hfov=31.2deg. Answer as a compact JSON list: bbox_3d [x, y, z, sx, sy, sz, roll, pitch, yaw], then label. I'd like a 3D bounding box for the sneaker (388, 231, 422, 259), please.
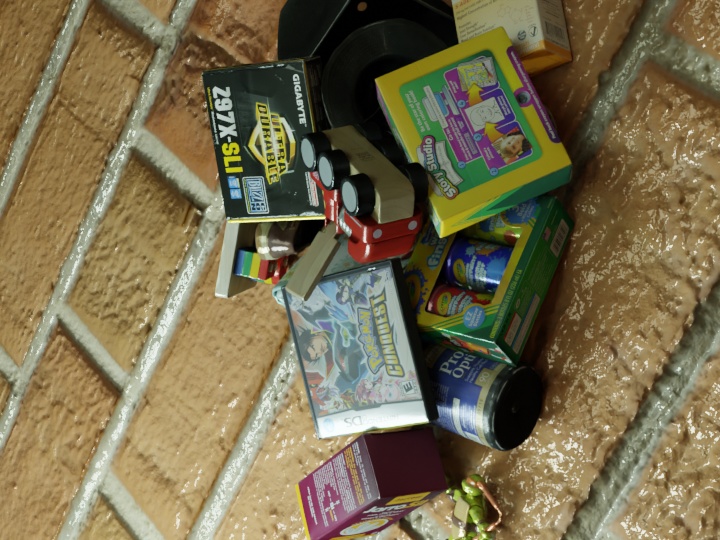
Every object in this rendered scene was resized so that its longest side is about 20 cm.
[{"bbox_3d":[0.015,-0.102,1.672,0.077,0.082,0.201,-28,70,-7],"label":"sneaker"}]

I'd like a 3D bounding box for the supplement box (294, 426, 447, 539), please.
[{"bbox_3d":[0.011,0.281,1.674,0.200,0.109,0.087,-44,55,50],"label":"supplement box"}]

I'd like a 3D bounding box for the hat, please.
[{"bbox_3d":[0.047,-0.215,1.648,0.197,0.081,0.204,0,85,0],"label":"hat"}]

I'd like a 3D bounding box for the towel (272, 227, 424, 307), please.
[{"bbox_3d":[0.000,0.000,1.711,0.198,0.171,0.049,14,138,42],"label":"towel"}]

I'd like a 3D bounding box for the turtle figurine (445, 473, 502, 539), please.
[{"bbox_3d":[0.128,0.320,1.637,0.200,0.064,0.164,35,114,61],"label":"turtle figurine"}]

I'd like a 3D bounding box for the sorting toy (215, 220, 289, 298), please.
[{"bbox_3d":[-0.136,-0.065,1.834,0.069,0.199,0.203,10,96,6],"label":"sorting toy"}]

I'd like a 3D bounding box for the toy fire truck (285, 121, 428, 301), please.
[{"bbox_3d":[-0.015,-0.052,1.550,0.176,0.127,0.202,47,143,48],"label":"toy fire truck"}]

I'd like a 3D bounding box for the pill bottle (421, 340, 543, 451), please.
[{"bbox_3d":[0.121,0.146,1.627,0.198,0.111,0.114,17,96,40],"label":"pill bottle"}]

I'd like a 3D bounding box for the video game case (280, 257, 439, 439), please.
[{"bbox_3d":[-0.004,0.100,1.603,0.179,0.025,0.203,-13,91,36],"label":"video game case"}]

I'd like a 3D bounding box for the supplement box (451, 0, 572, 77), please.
[{"bbox_3d":[0.184,-0.346,1.647,0.125,0.073,0.203,-20,73,37],"label":"supplement box"}]

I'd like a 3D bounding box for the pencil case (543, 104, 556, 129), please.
[{"bbox_3d":[0.152,-0.152,1.653,0.198,0.077,0.091,-9,65,40],"label":"pencil case"}]

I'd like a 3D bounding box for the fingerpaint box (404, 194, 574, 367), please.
[{"bbox_3d":[0.147,-0.003,1.592,0.165,0.073,0.202,14,71,38],"label":"fingerpaint box"}]

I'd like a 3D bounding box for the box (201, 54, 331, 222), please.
[{"bbox_3d":[-0.113,-0.166,1.658,0.158,0.049,0.203,0,106,30],"label":"box"}]

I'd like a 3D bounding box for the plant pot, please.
[{"bbox_3d":[-0.001,-0.325,1.739,0.201,0.198,0.178,-52,41,24],"label":"plant pot"}]

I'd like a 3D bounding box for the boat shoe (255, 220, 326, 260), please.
[{"bbox_3d":[-0.065,-0.068,1.752,0.071,0.200,0.073,0,110,30],"label":"boat shoe"}]

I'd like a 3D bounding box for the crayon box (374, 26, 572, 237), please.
[{"bbox_3d":[0.133,-0.166,1.539,0.171,0.058,0.202,-23,71,-2],"label":"crayon box"}]
